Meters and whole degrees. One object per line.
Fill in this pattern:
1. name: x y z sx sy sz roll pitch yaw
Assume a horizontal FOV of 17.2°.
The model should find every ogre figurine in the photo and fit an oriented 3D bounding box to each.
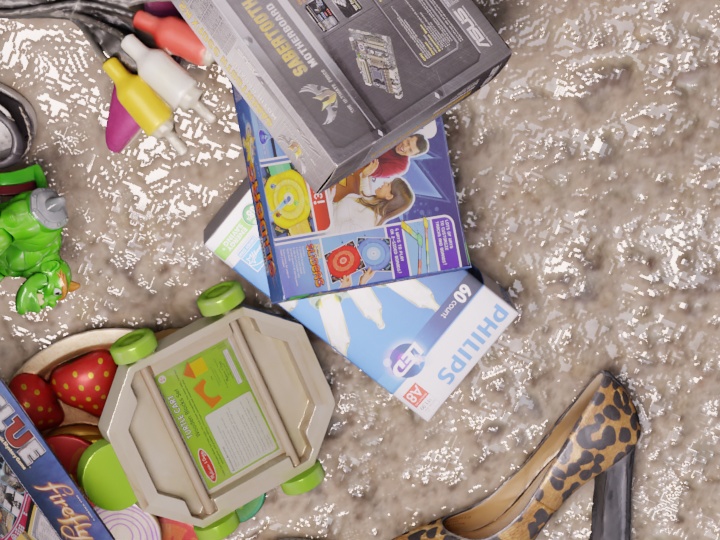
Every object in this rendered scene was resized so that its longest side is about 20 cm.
1. ogre figurine: -0.254 -0.013 1.586 0.120 0.200 0.098 -21 65 -13

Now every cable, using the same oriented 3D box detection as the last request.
1. cable: -0.168 -0.165 1.541 0.200 0.050 0.097 33 91 -4

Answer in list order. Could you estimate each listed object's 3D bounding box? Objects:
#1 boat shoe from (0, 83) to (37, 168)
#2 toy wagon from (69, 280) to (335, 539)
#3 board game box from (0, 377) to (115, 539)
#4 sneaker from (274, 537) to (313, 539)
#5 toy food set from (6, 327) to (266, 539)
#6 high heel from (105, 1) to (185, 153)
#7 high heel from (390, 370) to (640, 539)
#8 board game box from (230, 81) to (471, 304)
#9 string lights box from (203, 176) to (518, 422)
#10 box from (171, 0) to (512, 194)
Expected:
1. boat shoe: -0.317 -0.119 1.611 0.199 0.060 0.074 24 104 -7
2. toy wagon: -0.117 0.107 1.620 0.200 0.040 0.156 -28 109 -15
3. board game box: -0.256 0.160 1.622 0.035 0.200 0.136 -37 93 -35
4. sneaker: 0.016 0.243 1.717 0.199 0.071 0.081 5 120 1
5. toy food set: -0.167 0.138 1.688 0.199 0.049 0.199 -3 105 0
6. high heel: -0.152 -0.182 1.589 0.096 0.067 0.201 23 101 -11
7. high heel: 0.100 0.144 1.676 0.199 0.071 0.143 -7 112 -16
8. board game box: -0.010 -0.088 1.585 0.135 0.034 0.201 -9 87 -18
9. string lights box: 0.000 0.000 1.646 0.200 0.059 0.103 38 98 -10
10. box: -0.022 -0.172 1.537 0.158 0.048 0.200 -35 84 -26
